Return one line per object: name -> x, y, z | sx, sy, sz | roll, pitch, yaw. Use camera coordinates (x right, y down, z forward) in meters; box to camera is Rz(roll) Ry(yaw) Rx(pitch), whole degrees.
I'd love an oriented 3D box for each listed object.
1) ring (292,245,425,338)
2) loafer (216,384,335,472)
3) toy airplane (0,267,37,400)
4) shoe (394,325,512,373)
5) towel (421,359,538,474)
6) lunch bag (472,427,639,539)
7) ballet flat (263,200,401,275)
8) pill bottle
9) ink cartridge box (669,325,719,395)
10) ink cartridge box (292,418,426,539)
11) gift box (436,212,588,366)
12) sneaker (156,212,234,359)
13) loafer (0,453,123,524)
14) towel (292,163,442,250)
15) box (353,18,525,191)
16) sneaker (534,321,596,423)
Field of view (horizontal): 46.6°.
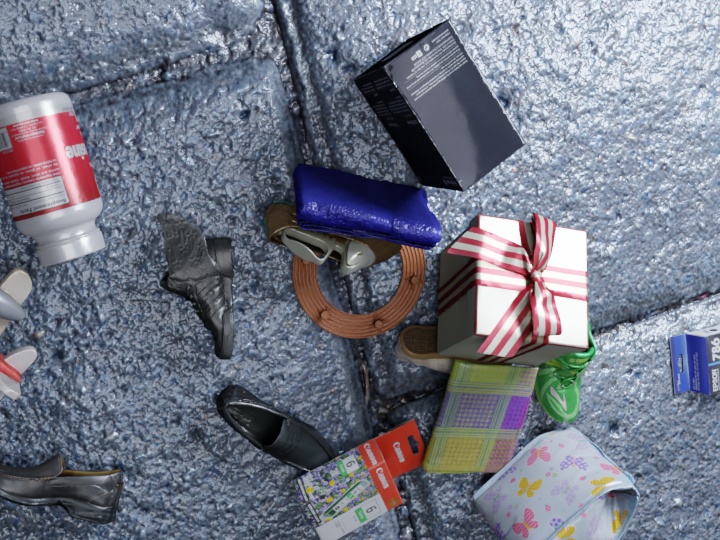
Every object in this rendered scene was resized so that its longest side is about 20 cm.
ring -> 0.000, 0.000, 1.205 | 0.197, 0.019, 0.204 | -2, 98, -11
loafer -> -0.119, 0.235, 1.189 | 0.199, 0.070, 0.069 | 36, 91, -14
toy airplane -> -0.512, 0.101, 1.057 | 0.196, 0.141, 0.204 | -3, 99, -11
shoe -> 0.144, 0.117, 1.237 | 0.197, 0.071, 0.054 | 6, 142, -15
towel -> 0.174, 0.222, 1.235 | 0.141, 0.023, 0.203 | 5, 115, -17
lunch bag -> 0.295, 0.345, 1.229 | 0.200, 0.170, 0.127 | -44, 120, -2
ballet flat -> -0.040, -0.035, 1.141 | 0.197, 0.073, 0.068 | 18, 138, -12
pill bottle -> -0.395, -0.114, 1.062 | 0.111, 0.112, 0.203 | -16, 102, -8
ink cartridge box -> 0.593, 0.136, 1.332 | 0.197, 0.039, 0.101 | -12, 101, -8
ink cartridge box -> 0.011, 0.308, 1.216 | 0.198, 0.051, 0.110 | -27, 129, -6
gift box -> 0.194, 0.037, 1.136 | 0.197, 0.187, 0.188 | 3, 74, -14
sneaker -> -0.226, 0.022, 1.145 | 0.102, 0.060, 0.204 | -1, 93, -12
loafer -> -0.423, 0.284, 1.143 | 0.198, 0.073, 0.073 | 21, 85, -23
towel -> 0.004, -0.084, 1.133 | 0.197, 0.148, 0.050 | 11, 116, -12
box -> 0.097, -0.211, 1.100 | 0.104, 0.200, 0.183 | -35, 104, -4
sneaker -> 0.306, 0.134, 1.251 | 0.073, 0.084, 0.204 | -3, 100, -11
